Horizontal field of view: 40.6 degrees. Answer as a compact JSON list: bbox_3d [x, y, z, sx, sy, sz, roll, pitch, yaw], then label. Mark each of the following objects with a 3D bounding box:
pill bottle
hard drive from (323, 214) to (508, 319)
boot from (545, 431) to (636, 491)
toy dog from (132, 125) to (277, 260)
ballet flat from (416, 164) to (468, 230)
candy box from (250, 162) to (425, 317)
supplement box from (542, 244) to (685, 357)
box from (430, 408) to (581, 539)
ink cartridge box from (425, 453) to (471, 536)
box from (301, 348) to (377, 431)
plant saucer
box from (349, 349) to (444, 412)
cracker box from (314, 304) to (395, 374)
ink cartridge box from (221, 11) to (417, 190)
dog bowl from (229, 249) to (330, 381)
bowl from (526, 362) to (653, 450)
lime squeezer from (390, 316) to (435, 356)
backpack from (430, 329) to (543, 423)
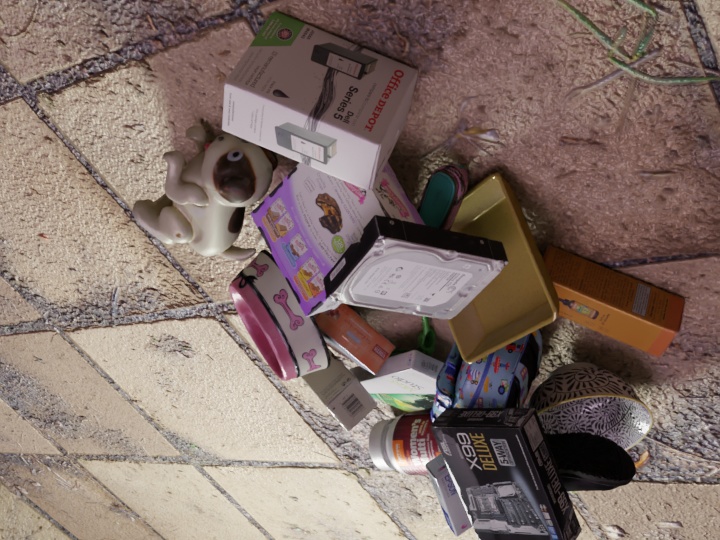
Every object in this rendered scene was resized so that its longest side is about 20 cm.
[{"bbox_3d":[0.115,0.308,1.735,0.198,0.111,0.110,-12,130,41],"label":"pill bottle"},{"bbox_3d":[0.070,0.002,1.223,0.197,0.038,0.140,10,140,-31],"label":"hard drive"},{"bbox_3d":[0.286,0.314,1.447,0.207,0.080,0.159,9,134,-8],"label":"boot"},{"bbox_3d":[-0.204,-0.110,1.382,0.195,0.139,0.200,51,134,0],"label":"toy dog"},{"bbox_3d":[0.094,-0.051,1.288,0.069,0.071,0.202,38,120,25],"label":"ballet flat"},{"bbox_3d":[-0.032,-0.065,1.286,0.199,0.071,0.169,-40,74,36],"label":"candy box"},{"bbox_3d":[0.327,0.040,1.305,0.197,0.069,0.067,21,144,5],"label":"supplement box"},{"bbox_3d":[0.201,0.286,1.348,0.156,0.050,0.203,-7,113,44],"label":"box"},{"bbox_3d":[0.217,0.338,1.648,0.043,0.198,0.198,50,167,45],"label":"ink cartridge box"},{"bbox_3d":[-0.057,0.176,1.626,0.083,0.068,0.200,54,173,-38],"label":"box"},{"bbox_3d":[0.176,-0.001,1.295,0.200,0.048,0.203,-36,71,52],"label":"plant saucer"},{"bbox_3d":[0.086,0.188,1.623,0.143,0.037,0.199,25,155,-25],"label":"box"},{"bbox_3d":[-0.041,0.084,1.526,0.134,0.058,0.200,41,172,-20],"label":"cracker box"},{"bbox_3d":[-0.047,-0.204,1.166,0.197,0.147,0.085,22,144,5],"label":"ink cartridge box"},{"bbox_3d":[-0.126,0.075,1.452,0.201,0.073,0.201,55,165,22],"label":"dog bowl"},{"bbox_3d":[0.327,0.201,1.457,0.197,0.095,0.202,-3,141,-2],"label":"bowl"},{"bbox_3d":[0.094,0.108,1.575,0.071,0.037,0.201,52,150,18],"label":"lime squeezer"},{"bbox_3d":[0.189,0.147,1.420,0.133,0.184,0.201,22,150,13],"label":"backpack"}]
